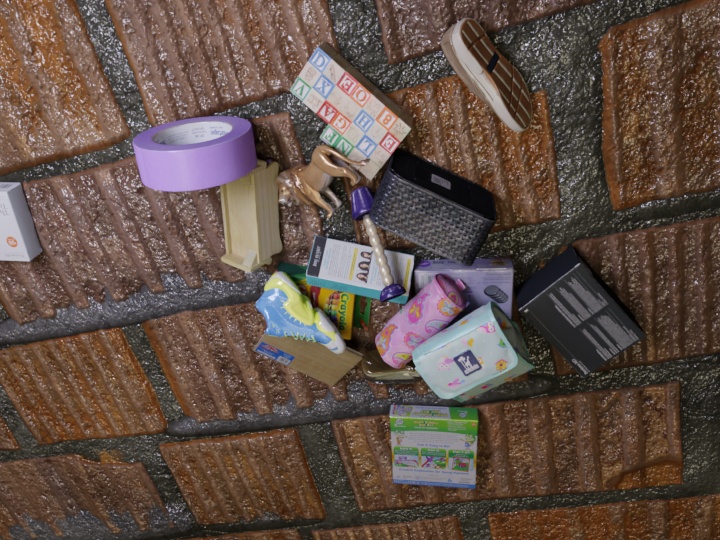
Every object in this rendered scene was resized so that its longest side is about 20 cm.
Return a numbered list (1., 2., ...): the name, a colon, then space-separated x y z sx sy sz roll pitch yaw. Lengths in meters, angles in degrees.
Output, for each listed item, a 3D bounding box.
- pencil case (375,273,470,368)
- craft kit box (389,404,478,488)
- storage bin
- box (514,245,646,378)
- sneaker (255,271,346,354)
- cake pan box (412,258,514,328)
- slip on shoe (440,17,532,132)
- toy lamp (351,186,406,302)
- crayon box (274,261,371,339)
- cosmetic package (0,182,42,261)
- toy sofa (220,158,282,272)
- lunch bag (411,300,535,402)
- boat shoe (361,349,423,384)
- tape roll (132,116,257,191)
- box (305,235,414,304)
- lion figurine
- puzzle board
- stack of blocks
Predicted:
1. pencil case: 0.112 0.094 1.087 0.086 0.088 0.201 35 118 -11
2. craft kit box: 0.164 0.396 1.314 0.193 0.049 0.203 1 120 9
3. storage bin: 0.124 -0.110 0.999 0.195 0.136 0.095 24 120 -4
4. box: 0.404 0.079 1.088 0.200 0.079 0.141 43 113 -14
5. sneaker: -0.120 0.104 1.116 0.105 0.076 0.200 -43 93 -2
6. cake pan box: 0.196 0.071 1.134 0.193 0.053 0.190 -2 115 10
7. slip on shoe: 0.201 -0.303 0.933 0.199 0.077 0.060 43 156 -22
8. toy lamp: 0.029 -0.050 1.049 0.057 0.058 0.206 -22 82 20
9. crayon box: -0.076 0.063 1.173 0.193 0.051 0.131 8 118 5
10. cosmetic package: -0.774 -0.100 1.202 0.193 0.052 0.155 2 121 8
11. toy sofa: -0.209 -0.111 1.096 0.081 0.097 0.206 17 122 28
12. lunch bag: 0.197 0.145 1.032 0.168 0.125 0.199 -29 149 19
13. boat shoe: 0.099 0.196 1.210 0.193 0.075 0.066 0 144 0
14. tape roll: -0.274 -0.200 0.980 0.193 0.202 0.068 0 120 9
15. box: 0.000 0.000 1.103 0.193 0.085 0.049 12 157 3
16. lion figurine: -0.070 -0.167 1.015 0.122 0.073 0.200 42 136 -3
17. puzzle board: -0.110 0.168 1.219 0.196 0.018 0.151 27 138 -15
18. stack of blocks: -0.021 -0.266 0.985 0.198 0.059 0.115 38 117 -11
